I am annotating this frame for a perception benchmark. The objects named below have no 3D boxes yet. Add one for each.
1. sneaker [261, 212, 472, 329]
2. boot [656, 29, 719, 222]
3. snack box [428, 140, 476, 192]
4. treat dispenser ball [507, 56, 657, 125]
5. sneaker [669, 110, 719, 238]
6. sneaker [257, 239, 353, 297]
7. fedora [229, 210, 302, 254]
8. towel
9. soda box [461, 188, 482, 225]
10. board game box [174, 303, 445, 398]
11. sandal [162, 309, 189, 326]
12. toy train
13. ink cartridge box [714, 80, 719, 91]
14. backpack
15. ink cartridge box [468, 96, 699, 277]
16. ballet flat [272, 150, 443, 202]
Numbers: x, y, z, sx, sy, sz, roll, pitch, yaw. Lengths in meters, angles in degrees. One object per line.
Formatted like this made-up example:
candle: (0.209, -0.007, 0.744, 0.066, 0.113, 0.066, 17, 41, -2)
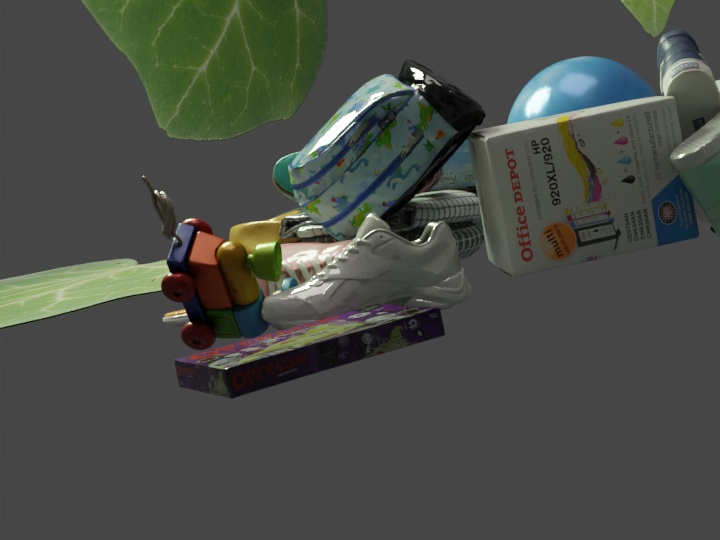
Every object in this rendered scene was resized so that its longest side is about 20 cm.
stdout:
sneaker: (0.000, 0.000, 1.398, 0.197, 0.101, 0.078, -13, 6, -10)
boot: (0.358, -0.153, 1.594, 0.072, 0.202, 0.091, -12, 37, 10)
snack box: (0.103, -0.132, 1.898, 0.166, 0.069, 0.200, -5, 4, 14)
treat dispenser ball: (0.277, -0.160, 1.850, 0.198, 0.204, 0.201, -11, 6, 1)
sneaker: (0.402, -0.111, 1.506, 0.199, 0.119, 0.074, -35, 14, -23)
sneaker: (-0.041, 0.006, 1.526, 0.197, 0.076, 0.105, -8, 1, -7)
fedora: (-0.112, -0.028, 1.937, 0.198, 0.083, 0.201, -12, 7, 1)
towel: (0.026, -0.037, 1.737, 0.198, 0.087, 0.165, -5, 5, 34)
soda box: (0.099, -0.057, 1.906, 0.068, 0.064, 0.199, -7, 7, 34)
board game box: (-0.043, 0.064, 1.252, 0.198, 0.033, 0.120, -15, 3, -27)
sandal: (-0.121, 0.017, 1.658, 0.204, 0.060, 0.079, -11, 5, -4)
toy train: (-0.125, -0.012, 1.409, 0.114, 0.201, 0.085, 0, 48, 14)
ink cartridge box: (0.469, -0.169, 1.651, 0.144, 0.084, 0.200, 1, 5, -1)
backpack: (0.019, -0.124, 1.588, 0.153, 0.201, 0.163, 28, 11, -14)
ink cartridge box: (0.224, -0.088, 1.559, 0.197, 0.149, 0.145, -12, 6, -2)
ballet flat: (0.000, -0.103, 1.726, 0.197, 0.070, 0.071, -3, -12, 15)
